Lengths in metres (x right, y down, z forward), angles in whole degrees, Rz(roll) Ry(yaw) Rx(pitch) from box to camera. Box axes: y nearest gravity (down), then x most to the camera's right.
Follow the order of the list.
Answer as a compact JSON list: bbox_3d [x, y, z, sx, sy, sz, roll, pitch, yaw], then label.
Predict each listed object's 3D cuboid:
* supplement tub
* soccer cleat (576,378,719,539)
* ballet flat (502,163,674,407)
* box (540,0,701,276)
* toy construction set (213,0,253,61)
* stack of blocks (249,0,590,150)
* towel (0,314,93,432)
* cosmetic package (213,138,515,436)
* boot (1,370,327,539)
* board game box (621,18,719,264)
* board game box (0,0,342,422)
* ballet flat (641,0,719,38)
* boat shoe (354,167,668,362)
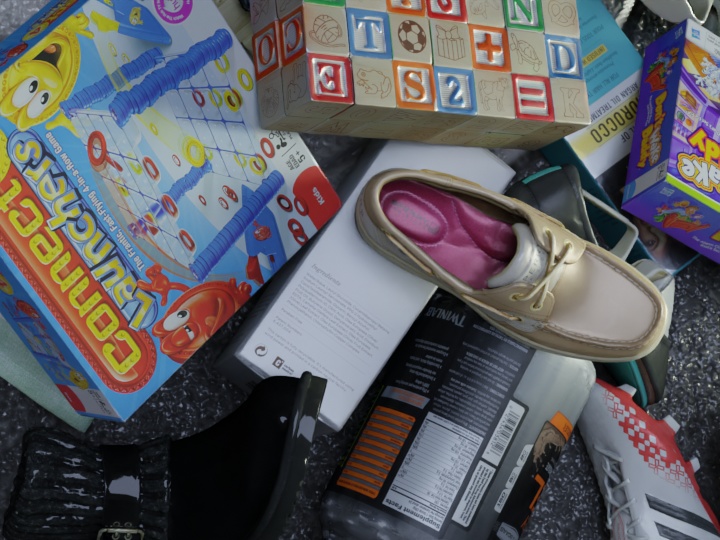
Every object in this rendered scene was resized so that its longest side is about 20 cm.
[{"bbox_3d":[0.054,0.121,1.171,0.122,0.123,0.200,30,78,-6],"label":"supplement tub"},{"bbox_3d":[0.187,0.160,1.222,0.085,0.069,0.200,-37,95,-20],"label":"soccer cleat"},{"bbox_3d":[0.161,0.008,1.197,0.068,0.068,0.200,-41,126,-3],"label":"ballet flat"},{"bbox_3d":[0.169,-0.092,1.261,0.082,0.049,0.200,-37,91,-14],"label":"box"},{"bbox_3d":[-0.051,-0.128,1.207,0.200,0.092,0.131,-48,118,-6],"label":"toy construction set"},{"bbox_3d":[0.035,-0.139,1.114,0.200,0.059,0.115,1,76,-33],"label":"stack of blocks"},{"bbox_3d":[-0.180,-0.024,1.161,0.152,0.023,0.200,34,94,0],"label":"towel"},{"bbox_3d":[0.000,0.000,1.185,0.085,0.108,0.200,37,78,-5],"label":"cosmetic package"},{"bbox_3d":[-0.120,0.116,1.104,0.158,0.211,0.079,21,43,-10],"label":"boot"},{"bbox_3d":[0.270,-0.059,1.233,0.200,0.045,0.135,27,56,-21],"label":"board game box"},{"bbox_3d":[-0.135,-0.053,1.063,0.196,0.056,0.200,-46,117,-27],"label":"board game box"},{"bbox_3d":[0.232,-0.176,1.254,0.200,0.069,0.063,24,51,-26],"label":"ballet flat"},{"bbox_3d":[0.088,-0.003,1.099,0.200,0.069,0.074,23,85,3],"label":"boat shoe"}]
